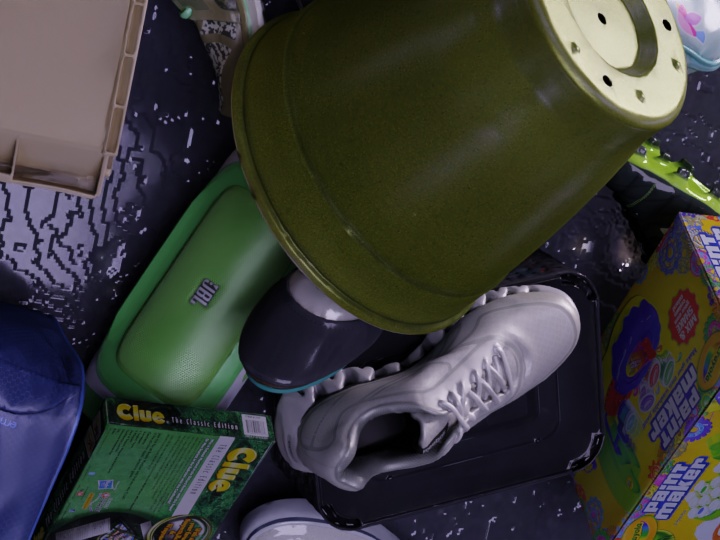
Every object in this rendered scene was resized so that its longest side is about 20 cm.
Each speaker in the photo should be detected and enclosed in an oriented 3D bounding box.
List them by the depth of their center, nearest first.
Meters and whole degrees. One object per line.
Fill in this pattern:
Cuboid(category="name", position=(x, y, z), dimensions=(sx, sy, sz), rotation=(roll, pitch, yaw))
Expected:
Cuboid(category="speaker", position=(-0.086, 0.016, 1.257), dimensions=(0.088, 0.088, 0.201), rotation=(34, 91, -27))

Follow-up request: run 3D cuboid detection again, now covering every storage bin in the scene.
Cuboid(category="storage bin", position=(-0.211, -0.159, 1.117), dimensions=(0.198, 0.094, 0.200), rotation=(11, 104, -10))
Cuboid(category="storage bin", position=(0.046, 0.068, 1.324), dimensions=(0.198, 0.094, 0.137), rotation=(-12, 111, -20))

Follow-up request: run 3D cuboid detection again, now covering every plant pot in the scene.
Cuboid(category="plant pot", position=(0.066, -0.095, 1.134), dimensions=(0.200, 0.202, 0.192), rotation=(35, 135, -27))

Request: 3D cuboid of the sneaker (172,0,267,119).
Cuboid(category="sneaker", position=(-0.107, -0.183, 1.204), dimensions=(0.088, 0.077, 0.202), rotation=(-12, 105, -5))

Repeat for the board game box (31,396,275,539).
Cuboid(category="board game box", position=(-0.135, 0.147, 1.251), dimensions=(0.104, 0.024, 0.200), rotation=(10, 136, -23))

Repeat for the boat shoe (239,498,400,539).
Cuboid(category="boat shoe", position=(0.005, 0.223, 1.349), dimensions=(0.074, 0.087, 0.201), rotation=(-39, 124, 25))

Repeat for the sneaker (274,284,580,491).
Cuboid(category="sneaker", position=(0.050, 0.074, 1.232), dimensions=(0.199, 0.081, 0.076), rotation=(-27, 113, -15))

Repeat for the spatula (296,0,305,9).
Cuboid(category="spatula", position=(-0.034, -0.170, 1.242), dimensions=(0.020, 0.057, 0.202), rotation=(-7, 100, 5))

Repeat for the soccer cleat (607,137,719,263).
Cuboid(category="soccer cleat", position=(0.209, -0.024, 1.374), dimensions=(0.199, 0.068, 0.081), rotation=(31, 105, -28))

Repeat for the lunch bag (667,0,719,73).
Cuboid(category="lunch bag", position=(0.146, -0.212, 1.251), dimensions=(0.199, 0.077, 0.162), rotation=(24, 68, -39))

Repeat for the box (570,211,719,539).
Cuboid(category="box", position=(0.260, 0.083, 1.356), dimensions=(0.191, 0.123, 0.201), rotation=(6, 134, -25))

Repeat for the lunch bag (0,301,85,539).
Cuboid(category="lunch bag", position=(-0.257, 0.107, 1.184), dimensions=(0.131, 0.136, 0.202), rotation=(19, 99, -26))

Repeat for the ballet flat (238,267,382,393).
Cuboid(category="ballet flat", position=(0.000, 0.000, 1.211), dimensions=(0.200, 0.073, 0.074), rotation=(-33, 121, -47))
